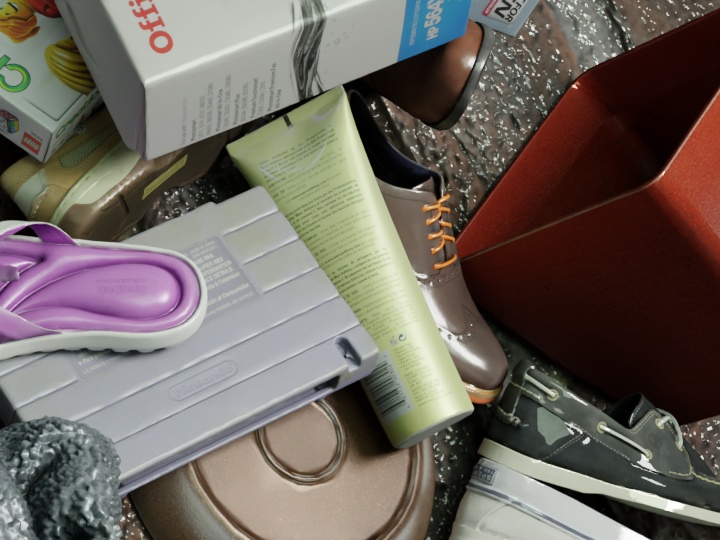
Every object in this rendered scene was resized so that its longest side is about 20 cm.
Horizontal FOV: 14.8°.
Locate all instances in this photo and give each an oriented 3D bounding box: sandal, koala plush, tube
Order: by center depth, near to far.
[{"bbox_3d":[-0.229,0.129,1.329,0.199,0.177,0.184,23,57,-12],"label":"koala plush"},{"bbox_3d":[-0.179,0.005,1.448,0.202,0.050,0.083,-4,58,-16],"label":"sandal"},{"bbox_3d":[0.000,0.000,1.553,0.058,0.052,0.200,-22,81,-29],"label":"tube"}]

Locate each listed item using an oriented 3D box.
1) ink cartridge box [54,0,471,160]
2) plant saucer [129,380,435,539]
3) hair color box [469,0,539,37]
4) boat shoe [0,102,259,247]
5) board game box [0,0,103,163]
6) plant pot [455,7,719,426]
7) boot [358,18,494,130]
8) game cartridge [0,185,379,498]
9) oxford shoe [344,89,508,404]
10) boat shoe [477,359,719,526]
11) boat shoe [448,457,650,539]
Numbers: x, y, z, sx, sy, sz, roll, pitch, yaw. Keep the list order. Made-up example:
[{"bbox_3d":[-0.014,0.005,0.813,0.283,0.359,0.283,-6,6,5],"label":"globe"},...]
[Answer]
[{"bbox_3d":[-0.058,-0.168,1.485,0.200,0.084,0.146,-23,68,-16],"label":"ink cartridge box"},{"bbox_3d":[-0.039,0.096,1.539,0.200,0.032,0.201,12,63,-25],"label":"plant saucer"},{"bbox_3d":[0.015,-0.220,1.677,0.199,0.061,0.099,17,38,-26],"label":"hair color box"},{"bbox_3d":[-0.121,-0.086,1.554,0.076,0.072,0.200,38,45,14],"label":"boat shoe"},{"bbox_3d":[-0.216,-0.161,1.523,0.200,0.035,0.126,35,54,5],"label":"board game box"},{"bbox_3d":[0.204,-0.024,1.650,0.176,0.200,0.200,49,52,-16],"label":"plant pot"},{"bbox_3d":[-0.034,-0.155,1.576,0.200,0.188,0.069,22,102,-22],"label":"boot"},{"bbox_3d":[-0.105,0.041,1.493,0.200,0.038,0.130,-25,63,-27],"label":"game cartridge"},{"bbox_3d":[0.027,-0.013,1.592,0.200,0.072,0.071,52,30,-1],"label":"oxford shoe"},{"bbox_3d":[0.167,0.108,1.620,0.199,0.072,0.068,19,85,-23],"label":"boat shoe"},{"bbox_3d":[0.138,0.180,1.591,0.200,0.071,0.070,29,83,-21],"label":"boat shoe"}]
